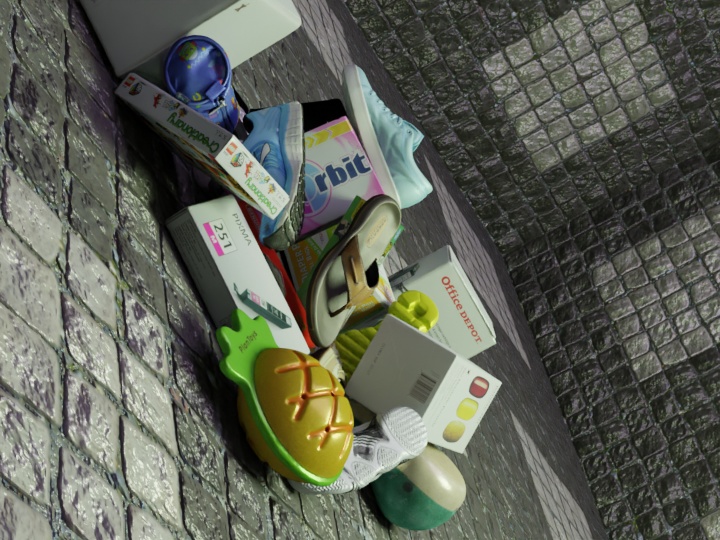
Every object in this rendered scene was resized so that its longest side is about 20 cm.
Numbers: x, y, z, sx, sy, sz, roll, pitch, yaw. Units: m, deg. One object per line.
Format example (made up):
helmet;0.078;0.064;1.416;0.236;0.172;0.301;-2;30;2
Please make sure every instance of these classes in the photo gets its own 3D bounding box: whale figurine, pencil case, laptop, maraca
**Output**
whale figurine;0.040;0.249;1.604;0.200;0.104;0.159;41;5;17
pencil case;-0.183;-0.206;1.469;0.087;0.078;0.200;52;-7;5
laptop;-0.093;-0.207;1.759;0.201;0.115;0.188;55;-5;37
maraca;-0.079;0.130;1.278;0.201;0.106;0.137;55;22;-10

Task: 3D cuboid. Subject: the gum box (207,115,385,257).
gum box;-0.075;-0.102;1.562;0.115;0.198;0.066;63;-21;3

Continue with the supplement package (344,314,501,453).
supplement package;0.083;0.146;1.581;0.109;0.115;0.200;30;0;26

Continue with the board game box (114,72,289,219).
board game box;-0.176;-0.139;1.390;0.199;0.035;0.126;34;-9;39

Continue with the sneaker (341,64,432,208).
sneaker;0.036;-0.176;1.617;0.074;0.081;0.202;142;-71;-81

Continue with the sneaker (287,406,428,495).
sneaker;-0.022;0.218;1.416;0.198;0.115;0.076;-15;73;-43

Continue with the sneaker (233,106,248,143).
sneaker;-0.153;-0.130;1.636;0.201;0.074;0.085;55;18;3

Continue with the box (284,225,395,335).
box;-0.035;-0.012;1.746;0.101;0.111;0.202;48;20;-57

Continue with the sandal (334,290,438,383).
sandal;0.022;0.109;1.657;0.080;0.199;0.087;47;-36;20

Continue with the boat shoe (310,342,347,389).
boat shoe;-0.047;0.131;1.485;0.063;0.073;0.200;59;11;0

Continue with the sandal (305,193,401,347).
sandal;0.000;0.000;1.461;0.054;0.201;0.082;17;-28;38

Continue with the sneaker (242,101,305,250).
sneaker;-0.110;-0.108;1.474;0.079;0.089;0.202;88;1;-54

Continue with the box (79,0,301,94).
box;-0.209;-0.335;1.500;0.173;0.198;0.199;62;11;7

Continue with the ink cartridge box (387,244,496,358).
ink cartridge box;0.080;0.078;1.828;0.147;0.198;0.084;59;11;-16

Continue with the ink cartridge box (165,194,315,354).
ink cartridge box;-0.115;0.011;1.415;0.173;0.043;0.202;-24;87;-59

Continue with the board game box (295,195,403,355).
board game box;-0.027;0.012;1.564;0.029;0.201;0.134;32;2;19
